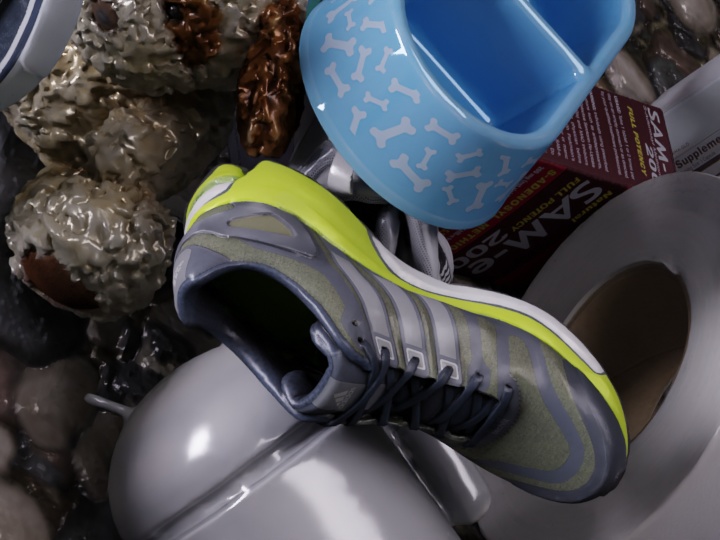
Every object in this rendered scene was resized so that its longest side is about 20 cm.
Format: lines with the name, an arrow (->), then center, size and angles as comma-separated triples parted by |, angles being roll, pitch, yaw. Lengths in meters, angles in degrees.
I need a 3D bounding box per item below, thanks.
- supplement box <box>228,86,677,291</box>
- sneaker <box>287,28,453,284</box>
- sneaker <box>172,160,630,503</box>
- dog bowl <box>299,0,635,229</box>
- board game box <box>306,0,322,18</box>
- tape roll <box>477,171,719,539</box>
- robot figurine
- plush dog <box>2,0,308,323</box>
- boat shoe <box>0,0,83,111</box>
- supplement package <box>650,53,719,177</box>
supplement box -> 0.047, -0.052, 1.103 | 0.199, 0.109, 0.061 | 13, 55, -36
sneaker -> 0.000, 0.000, 0.979 | 0.075, 0.201, 0.115 | 1, 38, 5
sneaker -> 0.010, 0.038, 0.872 | 0.199, 0.074, 0.081 | 28, 33, 1
dog bowl -> 0.052, -0.100, 0.943 | 0.112, 0.050, 0.200 | 47, 39, -7
board game box -> -0.097, -0.195, 1.108 | 0.200, 0.045, 0.152 | 39, 43, -16
tape roll -> 0.139, 0.058, 1.048 | 0.071, 0.202, 0.203 | 30, 47, -26
robot figurine -> -0.025, 0.112, 0.926 | 0.169, 0.113, 0.200 | -36, 91, -22
plush dog -> -0.089, -0.104, 0.962 | 0.160, 0.172, 0.201 | -28, 84, -48
boat shoe -> -0.178, -0.090, 0.853 | 0.091, 0.200, 0.071 | 7, 58, -35
supplement package -> 0.242, -0.025, 1.234 | 0.200, 0.150, 0.152 | 54, 42, -2
